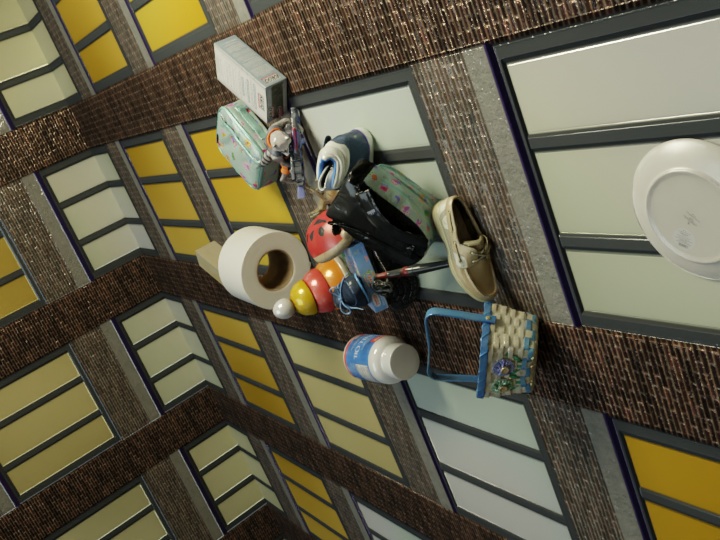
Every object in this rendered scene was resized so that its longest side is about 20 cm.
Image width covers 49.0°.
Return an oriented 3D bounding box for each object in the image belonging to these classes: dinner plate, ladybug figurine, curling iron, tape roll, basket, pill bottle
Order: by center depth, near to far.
[{"bbox_3d":[0.430,-0.073,1.016,0.200,0.024,0.201,42,150,31],"label":"dinner plate"},{"bbox_3d":[0.216,0.140,1.418,0.199,0.139,0.177,6,134,15],"label":"basket"},{"bbox_3d":[0.104,0.009,1.580,0.200,0.026,0.050,-20,107,35],"label":"curling iron"},{"bbox_3d":[-0.063,-0.083,1.687,0.072,0.136,0.200,38,167,-14],"label":"ladybug figurine"},{"bbox_3d":[0.051,0.207,1.856,0.200,0.112,0.113,-5,114,60],"label":"pill bottle"},{"bbox_3d":[-0.251,-0.009,2.050,0.139,0.202,0.203,13,129,54],"label":"tape roll"}]

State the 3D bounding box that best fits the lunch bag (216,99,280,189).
[{"bbox_3d":[-0.276,-0.309,1.919,0.200,0.077,0.161,49,152,19],"label":"lunch bag"}]

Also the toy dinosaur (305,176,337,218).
[{"bbox_3d":[-0.056,-0.176,1.728,0.101,0.058,0.200,48,144,-18],"label":"toy dinosaur"}]

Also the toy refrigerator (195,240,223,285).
[{"bbox_3d":[-0.435,-0.011,2.502,0.200,0.076,0.070,34,144,39],"label":"toy refrigerator"}]

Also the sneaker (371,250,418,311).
[{"bbox_3d":[0.066,-0.012,1.673,0.088,0.075,0.201,-127,19,-59],"label":"sneaker"}]

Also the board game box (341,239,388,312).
[{"bbox_3d":[0.000,0.000,1.734,0.200,0.036,0.152,-144,31,-76],"label":"board game box"}]

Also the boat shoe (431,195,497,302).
[{"bbox_3d":[0.195,-0.038,1.405,0.201,0.072,0.065,66,154,-1],"label":"boat shoe"}]

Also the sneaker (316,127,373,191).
[{"bbox_3d":[-0.037,-0.173,1.558,0.080,0.146,0.201,25,135,30],"label":"sneaker"}]

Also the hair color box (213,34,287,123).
[{"bbox_3d":[-0.245,-0.428,1.761,0.200,0.061,0.099,44,150,28],"label":"hair color box"}]

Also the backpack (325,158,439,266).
[{"bbox_3d":[0.053,-0.106,1.455,0.200,0.127,0.167,33,148,-1],"label":"backpack"}]

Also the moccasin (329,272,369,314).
[{"bbox_3d":[-0.024,0.059,1.671,0.200,0.068,0.081,98,147,-77],"label":"moccasin"}]

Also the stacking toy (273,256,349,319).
[{"bbox_3d":[-0.118,0.059,1.880,0.146,0.199,0.146,57,163,28],"label":"stacking toy"}]

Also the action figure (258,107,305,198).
[{"bbox_3d":[-0.173,-0.245,1.735,0.193,0.104,0.201,116,149,-78],"label":"action figure"}]
